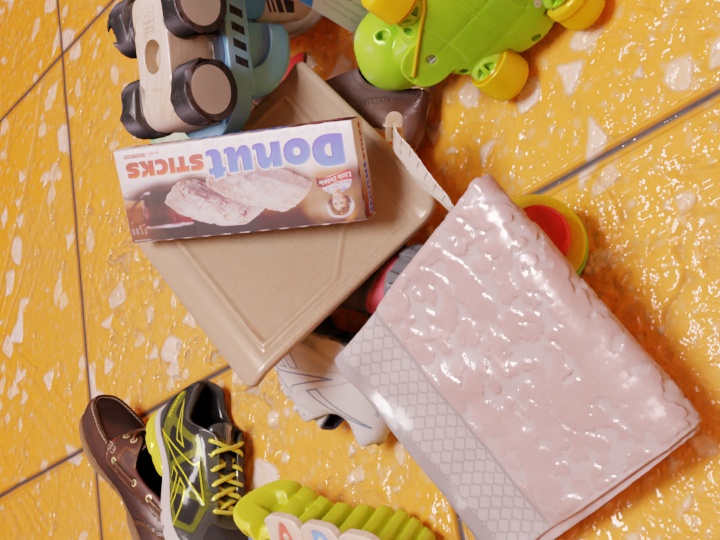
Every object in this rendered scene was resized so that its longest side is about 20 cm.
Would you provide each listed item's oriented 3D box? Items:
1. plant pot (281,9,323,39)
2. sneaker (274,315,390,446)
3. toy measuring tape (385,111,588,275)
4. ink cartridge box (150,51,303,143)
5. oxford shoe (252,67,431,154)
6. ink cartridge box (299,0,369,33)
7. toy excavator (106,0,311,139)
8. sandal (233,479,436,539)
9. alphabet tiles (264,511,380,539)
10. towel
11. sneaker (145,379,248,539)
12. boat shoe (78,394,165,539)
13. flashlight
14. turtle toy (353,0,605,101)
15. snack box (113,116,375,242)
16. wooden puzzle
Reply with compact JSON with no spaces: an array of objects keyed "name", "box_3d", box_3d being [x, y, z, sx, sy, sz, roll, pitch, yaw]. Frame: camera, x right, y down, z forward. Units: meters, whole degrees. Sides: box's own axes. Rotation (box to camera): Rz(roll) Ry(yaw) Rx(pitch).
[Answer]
[{"name":"plant pot","box_3d":[-0.140,-0.286,0.973,0.199,0.185,0.190,0,82,60]},{"name":"sneaker","box_3d":[-0.042,0.079,0.860,0.199,0.074,0.088,22,104,48]},{"name":"toy measuring tape","box_3d":[0.097,-0.043,0.718,0.074,0.073,0.201,-48,68,29]},{"name":"ink cartridge box","box_3d":[-0.131,-0.107,1.007,0.199,0.050,0.163,-19,69,46]},{"name":"oxford shoe","box_3d":[-0.019,-0.131,0.887,0.199,0.071,0.074,19,79,40]},{"name":"ink cartridge box","box_3d":[0.009,-0.288,0.766,0.200,0.115,0.068,-48,50,21]},{"name":"toy excavator","box_3d":[-0.093,-0.201,0.843,0.099,0.198,0.198,-6,91,47]},{"name":"sandal","box_3d":[-0.009,0.226,0.804,0.198,0.079,0.088,11,121,43]},{"name":"alphabet tiles","box_3d":[-0.005,0.269,0.753,0.198,0.015,0.198,-1,110,45]},{"name":"towel","box_3d":[0.090,0.073,0.685,0.201,0.032,0.191,50,127,15]},{"name":"sneaker","box_3d":[-0.136,0.183,0.936,0.085,0.074,0.201,-51,50,26]},{"name":"boat shoe","box_3d":[-0.208,0.189,1.016,0.200,0.070,0.071,50,125,30]},{"name":"flashlight","box_3d":[0.000,0.000,0.836,0.199,0.067,0.069,18,133,51]},{"name":"turtle toy","box_3d":[0.069,-0.199,0.758,0.200,0.145,0.102,-42,33,33]},{"name":"snack box","box_3d":[-0.088,-0.065,0.777,0.197,0.024,0.073,-4,103,22]},{"name":"wooden puzzle","box_3d":[-0.062,-0.038,0.810,0.200,0.037,0.185,-45,60,3]}]
